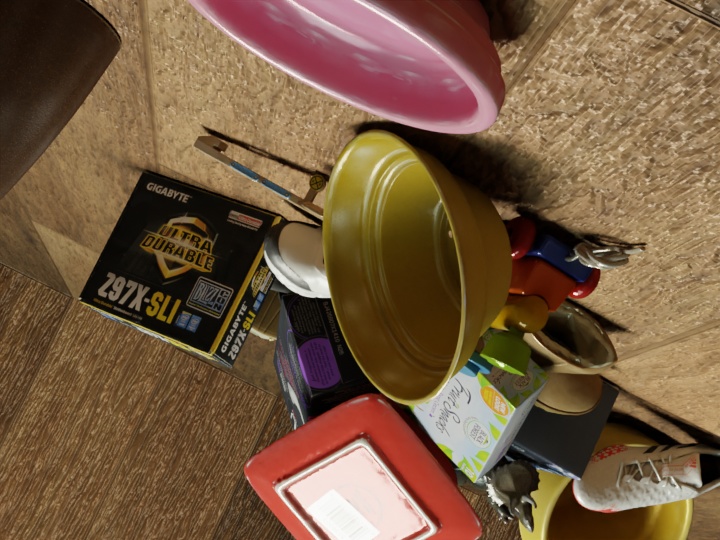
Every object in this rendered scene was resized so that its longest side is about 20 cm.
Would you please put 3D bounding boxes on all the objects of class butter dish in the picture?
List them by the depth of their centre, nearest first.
[{"bbox_3d":[0.015,0.207,1.788,0.199,0.148,0.200,-32,106,29],"label":"butter dish"}]

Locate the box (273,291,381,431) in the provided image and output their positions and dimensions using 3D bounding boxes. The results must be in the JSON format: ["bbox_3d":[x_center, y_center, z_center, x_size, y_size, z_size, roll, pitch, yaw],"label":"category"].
[{"bbox_3d":[-0.027,0.104,1.861,0.105,0.123,0.200,-13,159,-12],"label":"box"}]

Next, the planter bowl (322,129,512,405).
[{"bbox_3d":[0.055,-0.007,1.264,0.083,0.203,0.200,-10,-171,-28],"label":"planter bowl"}]

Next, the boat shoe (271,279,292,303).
[{"bbox_3d":[-0.063,0.018,1.889,0.071,0.068,0.200,18,170,40],"label":"boat shoe"}]

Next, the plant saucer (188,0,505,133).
[{"bbox_3d":[-0.007,-0.143,0.937,0.199,0.051,0.201,25,171,4],"label":"plant saucer"}]

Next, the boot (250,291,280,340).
[{"bbox_3d":[-0.117,0.052,2.186,0.199,0.073,0.155,26,171,28],"label":"boot"}]

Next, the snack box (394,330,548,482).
[{"bbox_3d":[0.093,0.105,1.621,0.142,0.053,0.200,43,156,14],"label":"snack box"}]

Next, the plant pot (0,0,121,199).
[{"bbox_3d":[-0.313,-0.130,1.336,0.185,0.202,0.187,24,171,4],"label":"plant pot"}]

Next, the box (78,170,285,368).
[{"bbox_3d":[-0.182,-0.004,1.796,0.199,0.161,0.049,19,170,34],"label":"box"}]

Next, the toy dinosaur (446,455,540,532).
[{"bbox_3d":[0.124,0.209,1.823,0.199,0.077,0.103,29,159,30],"label":"toy dinosaur"}]

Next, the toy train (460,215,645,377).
[{"bbox_3d":[0.129,0.028,1.294,0.084,0.117,0.200,29,170,-25],"label":"toy train"}]

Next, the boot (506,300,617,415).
[{"bbox_3d":[0.188,0.084,1.601,0.174,0.067,0.200,28,169,-14],"label":"boot"}]

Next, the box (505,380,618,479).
[{"bbox_3d":[0.151,0.134,1.834,0.148,0.108,0.200,30,169,-23],"label":"box"}]

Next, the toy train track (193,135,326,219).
[{"bbox_3d":[-0.055,-0.074,1.496,0.199,0.033,0.115,29,179,15],"label":"toy train track"}]

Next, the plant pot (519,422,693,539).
[{"bbox_3d":[0.261,0.259,2.020,0.200,0.202,0.189,30,-175,-27],"label":"plant pot"}]

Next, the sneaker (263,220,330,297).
[{"bbox_3d":[0.000,0.000,1.668,0.199,0.074,0.080,24,157,-19],"label":"sneaker"}]

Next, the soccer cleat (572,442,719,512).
[{"bbox_3d":[0.315,0.215,1.813,0.198,0.069,0.085,-3,173,-29],"label":"soccer cleat"}]
